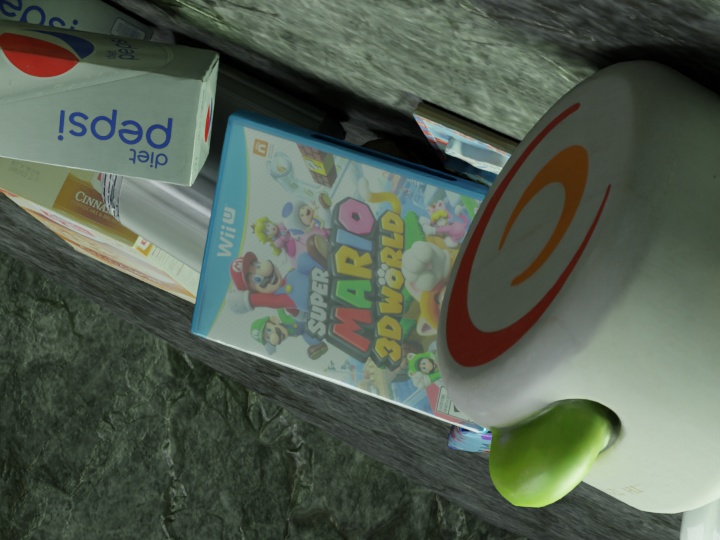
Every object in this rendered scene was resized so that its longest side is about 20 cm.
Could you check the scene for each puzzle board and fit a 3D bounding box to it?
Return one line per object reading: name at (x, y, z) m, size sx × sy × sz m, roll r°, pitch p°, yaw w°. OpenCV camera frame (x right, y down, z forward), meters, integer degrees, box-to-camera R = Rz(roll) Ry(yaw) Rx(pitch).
puzzle board at (0.130, -0.034, 1.649) m, size 0.199 × 0.017 × 0.151 m, roll 25°, pitch 172°, yaw 15°

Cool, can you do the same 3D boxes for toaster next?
toaster at (-0.089, -0.064, 1.800) m, size 0.129 × 0.114 × 0.200 m, roll 28°, pitch 166°, yaw 2°

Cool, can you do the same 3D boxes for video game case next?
video game case at (0.000, 0.000, 1.687) m, size 0.199 × 0.144 × 0.018 m, roll 18°, pitch -160°, yaw 20°

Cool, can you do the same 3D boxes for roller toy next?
roller toy at (0.136, 0.009, 1.290) m, size 0.139 × 0.200 × 0.183 m, roll 28°, pitch -158°, yaw -18°

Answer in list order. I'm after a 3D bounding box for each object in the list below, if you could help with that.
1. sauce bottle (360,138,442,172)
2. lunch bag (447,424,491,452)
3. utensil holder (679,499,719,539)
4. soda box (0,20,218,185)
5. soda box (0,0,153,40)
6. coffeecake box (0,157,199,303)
sauce bottle at (0.067, -0.016, 1.807) m, size 0.199 × 0.066 × 0.066 m, roll 29°, pitch 172°, yaw -41°
lunch bag at (0.181, 0.119, 2.345) m, size 0.199 × 0.095 × 0.151 m, roll 13°, pitch 171°, yaw 1°
utensil holder at (0.317, 0.148, 1.710) m, size 0.199 × 0.171 × 0.170 m, roll 19°, pitch 171°, yaw 25°
soda box at (-0.188, -0.105, 1.679) m, size 0.198 × 0.069 × 0.063 m, roll 9°, pitch -160°, yaw 4°
soda box at (-0.233, -0.168, 1.760) m, size 0.199 × 0.064 × 0.068 m, roll 28°, pitch 173°, yaw -18°
coffeecake box at (-0.208, -0.050, 2.457) m, size 0.153 × 0.073 × 0.200 m, roll 24°, pitch 172°, yaw 22°
